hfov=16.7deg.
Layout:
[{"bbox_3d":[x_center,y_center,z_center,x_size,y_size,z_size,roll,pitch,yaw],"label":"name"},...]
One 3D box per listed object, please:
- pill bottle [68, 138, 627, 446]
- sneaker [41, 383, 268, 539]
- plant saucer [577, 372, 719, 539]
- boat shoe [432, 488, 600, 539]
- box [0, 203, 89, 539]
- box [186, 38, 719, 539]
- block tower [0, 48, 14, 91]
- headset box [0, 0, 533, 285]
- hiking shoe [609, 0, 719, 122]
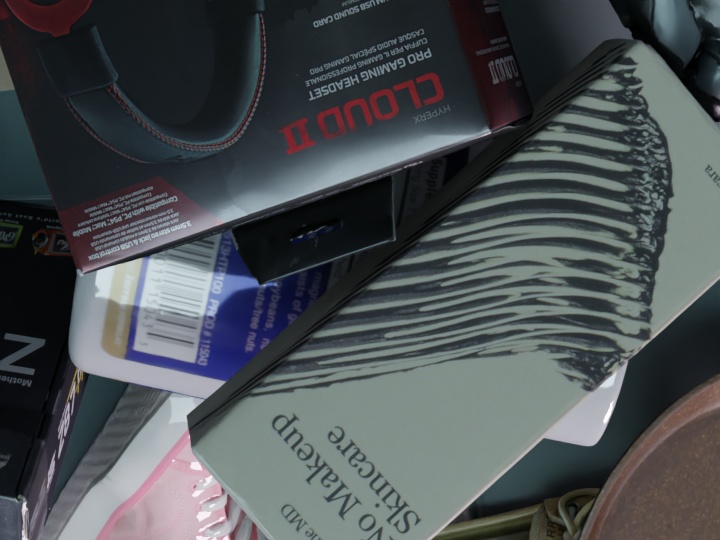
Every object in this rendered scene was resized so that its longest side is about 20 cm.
[{"bbox_3d":[0.000,0.000,0.912,0.198,0.120,0.120,13,132,-2],"label":"pill bottle"},{"bbox_3d":[-0.065,0.097,1.039,0.104,0.076,0.200,27,138,-8],"label":"sneaker"},{"bbox_3d":[0.161,0.126,0.994,0.199,0.037,0.202,-6,104,-23],"label":"plant saucer"},{"bbox_3d":[0.061,0.132,1.054,0.199,0.074,0.063,-13,133,30],"label":"boat shoe"},{"bbox_3d":[-0.207,0.033,0.950,0.198,0.162,0.049,8,133,3],"label":"box"},{"bbox_3d":[0.040,0.017,0.820,0.200,0.068,0.082,-43,97,0],"label":"box"},{"bbox_3d":[-0.077,-0.106,0.876,0.198,0.054,0.058,-6,131,15],"label":"block tower"},{"bbox_3d":[-0.041,-0.098,0.790,0.148,0.075,0.202,-17,93,17],"label":"headset box"},{"bbox_3d":[0.092,-0.145,0.814,0.087,0.075,0.200,-39,119,10],"label":"hiking shoe"}]
